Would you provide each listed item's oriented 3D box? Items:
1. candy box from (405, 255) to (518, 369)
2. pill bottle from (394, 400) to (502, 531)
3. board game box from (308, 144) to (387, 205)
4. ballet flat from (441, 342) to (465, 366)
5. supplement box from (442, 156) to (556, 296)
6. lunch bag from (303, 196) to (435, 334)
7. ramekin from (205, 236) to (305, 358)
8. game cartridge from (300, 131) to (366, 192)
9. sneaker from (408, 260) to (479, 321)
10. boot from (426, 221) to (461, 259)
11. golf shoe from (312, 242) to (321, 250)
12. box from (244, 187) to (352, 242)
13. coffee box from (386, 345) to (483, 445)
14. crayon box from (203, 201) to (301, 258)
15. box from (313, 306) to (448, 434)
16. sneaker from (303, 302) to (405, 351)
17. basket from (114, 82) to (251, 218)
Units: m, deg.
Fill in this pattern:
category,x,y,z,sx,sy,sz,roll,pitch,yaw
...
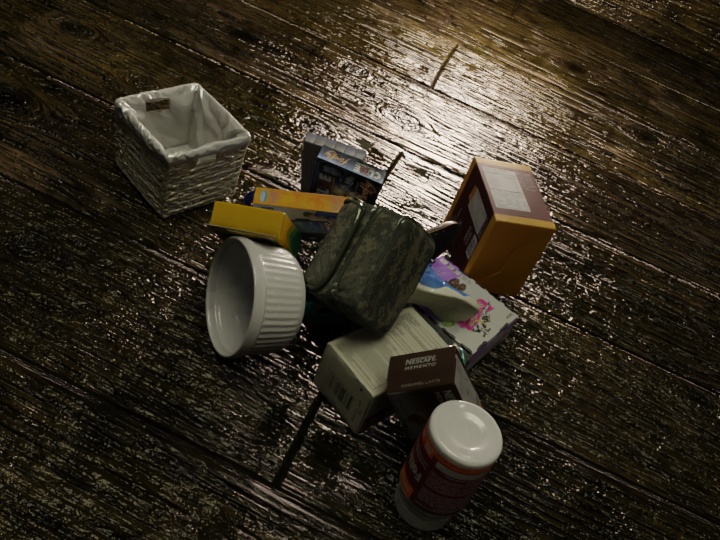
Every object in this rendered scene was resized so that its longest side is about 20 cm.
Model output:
category,x,y,z,sx,sy,sz,roll,pitch,yaw
candy box,0.173,0.082,1.591,0.200,0.072,0.167,40,44,20
pill bottle,0.125,0.297,1.247,0.113,0.201,0.115,12,41,-11
board game box,-0.033,-0.154,1.655,0.135,0.200,0.035,22,60,1
ballet flat,0.141,0.191,1.389,0.071,0.201,0.072,-4,48,5
supplement box,0.279,-0.090,1.723,0.132,0.198,0.201,7,44,-16
lunch bag,0.000,-0.013,1.388,0.167,0.201,0.139,23,-8,39
ramekin,-0.174,0.047,1.392,0.104,0.201,0.201,5,43,-33
game cartridge,-0.058,-0.192,1.678,0.129,0.200,0.039,23,60,7
sneaker,0.128,0.016,1.504,0.199,0.077,0.112,17,50,-23
boot,0.097,-0.060,1.656,0.199,0.075,0.097,-30,44,0
golf shoe,-0.044,-0.022,1.610,0.097,0.079,0.201,19,42,-13
box,-0.115,-0.099,1.524,0.198,0.119,0.042,5,63,2
coffee box,0.128,0.221,1.311,0.113,0.201,0.080,-12,38,19
crayon box,-0.181,-0.070,1.441,0.125,0.200,0.052,10,81,7
box,0.040,0.167,1.417,0.199,0.109,0.128,-20,55,-38
sneaker,-0.010,0.101,1.482,0.198,0.084,0.121,7,38,-6
basket,-0.358,-0.240,1.635,0.197,0.161,0.200,-24,59,-39
